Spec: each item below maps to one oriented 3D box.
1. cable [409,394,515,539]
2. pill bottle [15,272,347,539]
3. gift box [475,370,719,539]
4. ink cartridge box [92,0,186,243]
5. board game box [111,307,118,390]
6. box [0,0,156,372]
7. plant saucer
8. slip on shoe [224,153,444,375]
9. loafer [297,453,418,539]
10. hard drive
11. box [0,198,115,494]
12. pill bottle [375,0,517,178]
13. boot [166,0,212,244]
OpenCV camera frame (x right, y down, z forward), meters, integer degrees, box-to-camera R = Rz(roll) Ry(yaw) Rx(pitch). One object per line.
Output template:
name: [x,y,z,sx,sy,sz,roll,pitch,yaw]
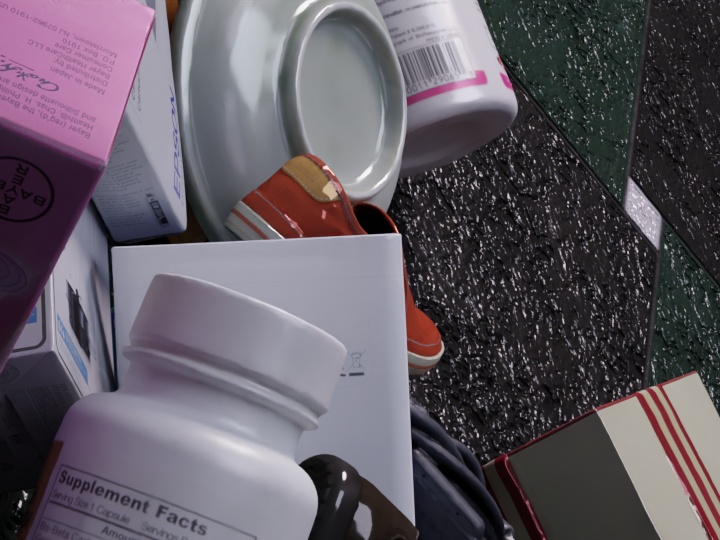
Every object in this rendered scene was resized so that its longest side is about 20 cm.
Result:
cable: [0.022,0.082,1.219,0.200,0.051,0.163,46,5,4]
pill bottle: [-0.081,0.109,1.021,0.114,0.114,0.201,30,77,-44]
gift box: [0.149,0.175,1.363,0.200,0.184,0.187,-12,74,-57]
ink cartridge box: [-0.125,-0.143,1.121,0.200,0.040,0.200,68,13,-63]
board game box: [-0.046,0.109,1.241,0.152,0.045,0.201,5,63,-57]
box: [-0.197,-0.034,0.897,0.175,0.200,0.097,24,40,-11]
plant saucer: [-0.023,-0.088,1.303,0.200,0.050,0.201,8,80,-56]
slip on shoe: [0.000,0.000,1.262,0.074,0.061,0.200,40,-2,34]
loafer: [-0.029,0.183,1.073,0.071,0.201,0.073,24,3,-24]
hard drive: [-0.043,0.087,1.120,0.025,0.131,0.201,-165,-108,-84]
box: [-0.155,-0.016,1.108,0.117,0.060,0.201,72,9,-55]
pill bottle: [0.011,-0.166,1.497,0.113,0.113,0.201,3,64,-58]
boot: [-0.110,-0.114,1.310,0.155,0.074,0.200,53,36,-23]
